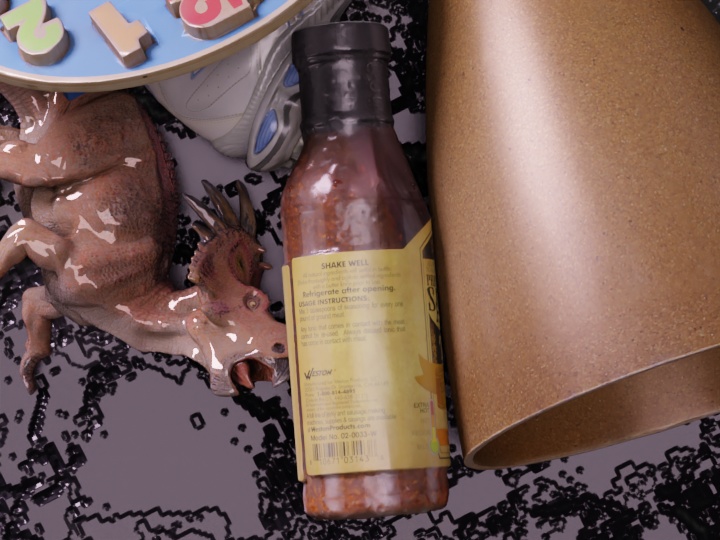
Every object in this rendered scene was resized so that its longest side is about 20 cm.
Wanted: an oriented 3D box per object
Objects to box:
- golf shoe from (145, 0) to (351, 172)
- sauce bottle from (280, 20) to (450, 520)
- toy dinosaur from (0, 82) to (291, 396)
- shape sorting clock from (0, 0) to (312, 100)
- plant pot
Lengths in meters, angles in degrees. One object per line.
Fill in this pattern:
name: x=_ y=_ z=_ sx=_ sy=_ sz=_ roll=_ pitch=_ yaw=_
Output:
golf shoe: x=-0.026 y=-0.146 z=1.061 sx=0.097 sy=0.078 sz=0.200 roll=29 pitch=89 yaw=5
sauce bottle: x=0.000 y=0.000 z=0.999 sx=0.066 sy=0.066 sz=0.201 roll=-3 pitch=88 yaw=-1
toy dinosaur: x=-0.106 y=-0.030 z=1.056 sx=0.135 sy=0.086 sz=0.201 roll=-21 pitch=87 yaw=-1
shape sorting clock: x=-0.092 y=-0.150 z=1.022 sx=0.199 sy=0.039 sz=0.200 roll=-6 pitch=53 yaw=8
plant pot: x=0.101 y=-0.041 z=1.023 sx=0.186 sy=0.186 sz=0.201 roll=-18 pitch=78 yaw=-1
